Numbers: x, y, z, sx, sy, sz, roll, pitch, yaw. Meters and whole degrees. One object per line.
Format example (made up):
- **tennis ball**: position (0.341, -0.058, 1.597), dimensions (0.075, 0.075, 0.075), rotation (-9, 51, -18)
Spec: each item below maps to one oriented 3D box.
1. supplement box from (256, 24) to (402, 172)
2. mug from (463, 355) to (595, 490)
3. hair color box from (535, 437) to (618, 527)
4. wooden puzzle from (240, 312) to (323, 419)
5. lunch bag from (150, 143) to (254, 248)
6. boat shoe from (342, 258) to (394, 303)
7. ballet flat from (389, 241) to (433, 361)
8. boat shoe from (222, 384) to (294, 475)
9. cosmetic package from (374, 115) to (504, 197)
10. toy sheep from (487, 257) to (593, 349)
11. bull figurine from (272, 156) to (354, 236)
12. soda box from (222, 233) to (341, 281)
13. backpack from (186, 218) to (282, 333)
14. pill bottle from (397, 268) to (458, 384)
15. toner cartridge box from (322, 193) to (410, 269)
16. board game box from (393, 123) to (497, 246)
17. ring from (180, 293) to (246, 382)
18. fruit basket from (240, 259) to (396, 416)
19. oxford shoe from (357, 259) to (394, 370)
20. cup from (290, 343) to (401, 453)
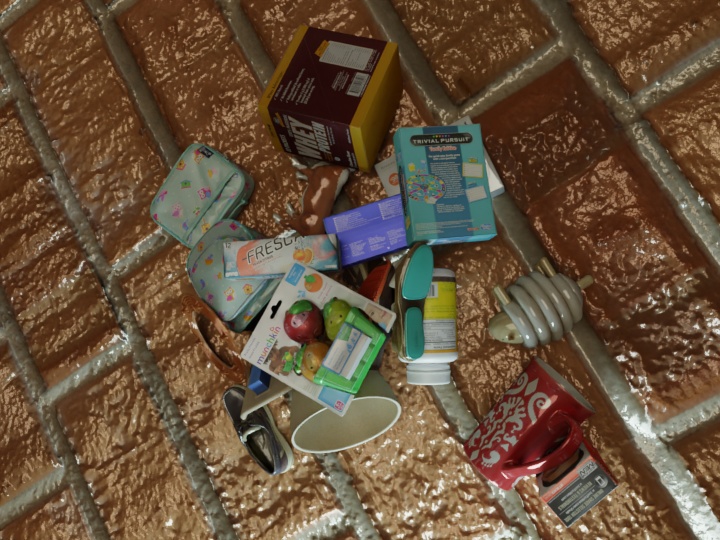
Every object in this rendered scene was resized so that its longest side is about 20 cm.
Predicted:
- **supplement box**: position (-0.050, -0.318, 1.159), dimensions (0.199, 0.133, 0.198), rotation (16, 68, 15)
- **mug**: position (0.273, 0.263, 1.044), dimensions (0.133, 0.177, 0.200), rotation (43, 101, 12)
- **hair color box**: position (0.337, 0.323, 1.002), dimensions (0.101, 0.200, 0.061), rotation (-43, 81, 7)
- **wooden puzzle**: position (-0.148, 0.154, 1.147), dimensions (0.200, 0.186, 0.046), rotation (-36, 118, 22)
- **lunch bag**: position (-0.318, -0.150, 1.275), dimensions (0.160, 0.077, 0.201), rotation (37, 95, 14)
- **boat shoe**: position (0.000, 0.000, 1.194), dimensions (0.072, 0.072, 0.201), rotation (-32, 85, 40)
- **ballet flat**: position (0.078, 0.052, 1.060), dimensions (0.072, 0.067, 0.202), rotation (5, 94, 57)
- **boat shoe**: position (-0.206, 0.309, 1.216), dimensions (0.072, 0.065, 0.200), rotation (-39, 77, 10)
- **cosmetic package**: position (0.146, -0.173, 1.171), dimensions (0.199, 0.052, 0.152), rotation (-27, 77, 11)
- **toy sheep**: position (0.309, 0.059, 1.071), dimensions (0.199, 0.138, 0.138), rotation (-31, 79, 4)
- **bull figurine**: position (-0.087, -0.155, 1.223), dimensions (0.121, 0.065, 0.201), rotation (20, 89, 19)
- **soda box**: position (-0.134, -0.022, 1.084), dimensions (0.198, 0.068, 0.064), rotation (-5, 84, 2)
- **backpack**: position (-0.239, 0.003, 1.208), dimensions (0.176, 0.153, 0.200), rotation (-48, 68, 10)
- **pill bottle**: position (0.120, 0.100, 1.125), dimensions (0.108, 0.109, 0.202), rotation (-2, 85, 14)
- **toner cartridge box**: position (0.041, -0.076, 1.130), dimensions (0.199, 0.043, 0.096), rotation (-17, 81, 5)
- **board game box**: position (0.145, -0.148, 1.087), dimensions (0.150, 0.047, 0.202), rotation (-5, 80, -11)
- **ring**: position (-0.286, 0.134, 1.199), dimensions (0.019, 0.201, 0.201), rotation (-35, 75, -29)
- **fruit basket**: position (-0.069, 0.104, 1.005), dimensions (0.199, 0.094, 0.186), rotation (29, 84, 7)
- **oxford shoe**: position (0.029, 0.079, 1.107), dimensions (0.072, 0.071, 0.201), rotation (29, 68, -25)
- **cup**: position (-0.043, 0.218, 1.132), dimensions (0.199, 0.200, 0.144), rotation (-29, 54, 11)
